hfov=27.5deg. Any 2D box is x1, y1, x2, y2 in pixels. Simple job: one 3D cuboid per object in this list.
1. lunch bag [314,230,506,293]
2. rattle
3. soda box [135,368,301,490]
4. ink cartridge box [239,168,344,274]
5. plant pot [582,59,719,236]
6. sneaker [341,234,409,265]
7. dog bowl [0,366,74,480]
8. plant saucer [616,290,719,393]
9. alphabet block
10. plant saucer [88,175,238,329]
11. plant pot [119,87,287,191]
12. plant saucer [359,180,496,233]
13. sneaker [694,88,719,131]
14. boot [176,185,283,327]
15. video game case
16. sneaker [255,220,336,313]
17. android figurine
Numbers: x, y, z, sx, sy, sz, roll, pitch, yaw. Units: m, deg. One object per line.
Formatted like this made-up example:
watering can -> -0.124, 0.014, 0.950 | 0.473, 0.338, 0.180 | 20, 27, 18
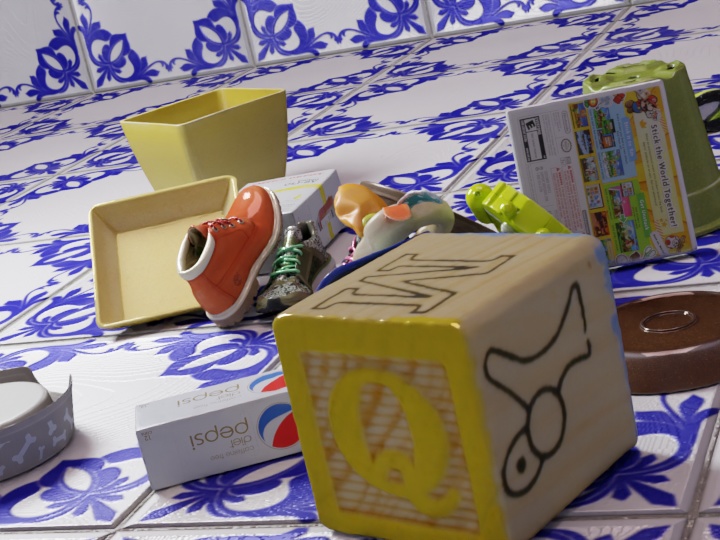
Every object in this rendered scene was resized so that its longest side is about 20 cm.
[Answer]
lunch bag -> 0.047, 0.036, 1.511 | 0.170, 0.128, 0.200 | -23, 9, -39
rattle -> 0.025, -0.078, 1.595 | 0.130, 0.143, 0.200 | -19, -21, 7
soda box -> -0.105, 0.140, 1.370 | 0.200, 0.064, 0.068 | -15, 17, -4
ink cartridge box -> -0.117, -0.065, 2.027 | 0.145, 0.084, 0.200 | -8, 17, 20
plant pot -> 0.342, -0.149, 1.771 | 0.200, 0.190, 0.200 | -12, 15, 3
sneaker -> 0.000, 0.000, 1.705 | 0.079, 0.096, 0.200 | 2, 23, 35
dog bowl -> -0.387, 0.163, 1.515 | 0.200, 0.059, 0.200 | -11, 16, 3
plant saucer -> 0.292, 0.061, 1.389 | 0.200, 0.035, 0.200 | -12, 15, 3
alphabet block -> 0.079, 0.090, 1.174 | 0.196, 0.196, 0.200 | -1, 19, 41
plant saucer -> -0.240, -0.014, 1.882 | 0.200, 0.048, 0.200 | -12, 53, 1
plant pot -> -0.229, -0.176, 2.316 | 0.200, 0.177, 0.200 | -23, 20, -32
plant saucer -> 0.088, -0.058, 1.770 | 0.200, 0.030, 0.200 | 22, -2, 1
sneaker -> 0.452, -0.225, 2.177 | 0.200, 0.074, 0.081 | -8, 9, -9
boot -> -0.160, -0.042, 1.785 | 0.075, 0.107, 0.200 | -13, 45, 34
video game case -> 0.272, -0.102, 1.671 | 0.182, 0.200, 0.023 | -11, -8, 7
sneaker -> -0.087, -0.006, 1.798 | 0.077, 0.089, 0.200 | -8, 17, 14
android figurine -> 0.187, -0.031, 1.541 | 0.041, 0.182, 0.200 | -51, -17, 0
